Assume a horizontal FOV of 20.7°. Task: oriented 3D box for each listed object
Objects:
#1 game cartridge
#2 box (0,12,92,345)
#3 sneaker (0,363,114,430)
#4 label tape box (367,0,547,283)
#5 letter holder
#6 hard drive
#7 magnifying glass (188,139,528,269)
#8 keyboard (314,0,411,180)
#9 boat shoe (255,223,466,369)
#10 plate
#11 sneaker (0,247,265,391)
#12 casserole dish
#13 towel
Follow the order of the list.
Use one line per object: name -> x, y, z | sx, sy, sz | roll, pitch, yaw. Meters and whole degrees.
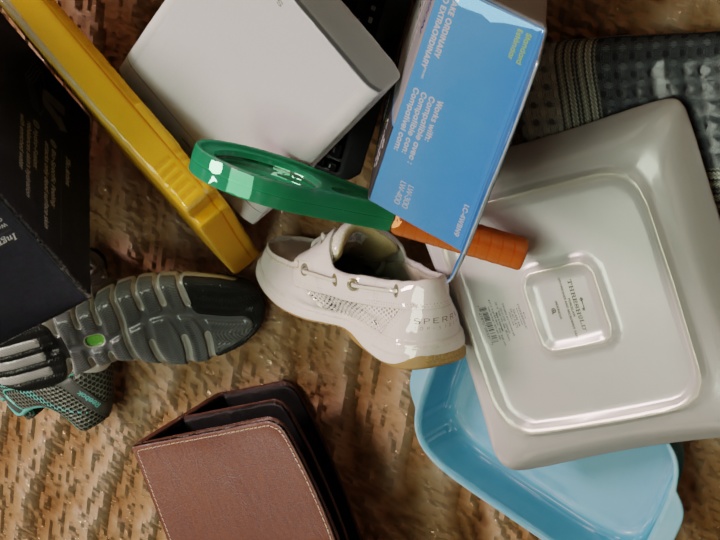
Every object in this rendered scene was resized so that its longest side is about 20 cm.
game cartridge -> -0.147, -0.093, 1.286 | 0.032, 0.176, 0.200 | -43, 80, -4
box -> -0.272, -0.082, 1.255 | 0.117, 0.197, 0.200 | -27, 128, 14
sneaker -> -0.265, 0.069, 1.485 | 0.200, 0.078, 0.091 | 15, 121, 33
label tape box -> 0.054, -0.107, 1.097 | 0.066, 0.200, 0.143 | 17, 121, -3
letter holder -> -0.044, 0.184, 1.354 | 0.142, 0.101, 0.200 | -14, 100, 37
hard drive -> -0.066, -0.117, 1.166 | 0.132, 0.027, 0.200 | 50, 148, 0
magnifying glass -> -0.001, -0.038, 1.131 | 0.200, 0.080, 0.022 | 18, 103, -6
keyboard -> -0.028, -0.149, 1.170 | 0.104, 0.040, 0.200 | 24, 122, 13
boat shoe -> 0.000, 0.000, 1.242 | 0.200, 0.071, 0.069 | 25, 122, 51
plate -> 0.128, 0.018, 1.160 | 0.200, 0.032, 0.200 | -14, 98, 37
sneaker -> -0.167, 0.014, 1.391 | 0.200, 0.116, 0.075 | -10, 123, 2
casserole dish -> 0.122, 0.105, 1.240 | 0.200, 0.039, 0.121 | 32, 125, 22
towel -> 0.185, -0.040, 1.144 | 0.192, 0.035, 0.200 | 1, 107, 33
